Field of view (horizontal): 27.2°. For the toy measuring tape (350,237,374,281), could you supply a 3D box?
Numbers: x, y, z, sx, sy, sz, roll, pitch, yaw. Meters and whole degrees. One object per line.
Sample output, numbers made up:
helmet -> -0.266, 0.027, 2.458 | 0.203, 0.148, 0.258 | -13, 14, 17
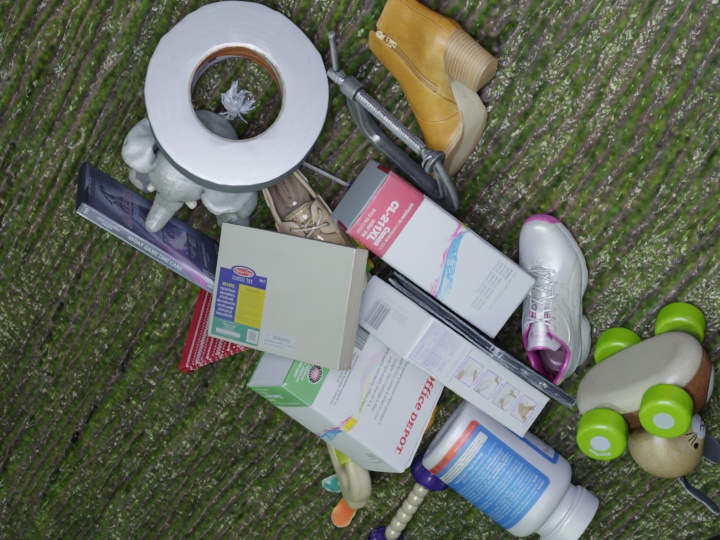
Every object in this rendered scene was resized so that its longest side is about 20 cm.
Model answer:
toy measuring tape -> 0.000, 0.000, 1.736 | 0.073, 0.074, 0.200 | -36, 96, 36

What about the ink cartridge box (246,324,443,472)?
ink cartridge box -> -0.011, 0.124, 1.732 | 0.200, 0.145, 0.084 | 39, 155, -28

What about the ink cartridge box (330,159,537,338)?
ink cartridge box -> 0.077, -0.025, 1.607 | 0.199, 0.146, 0.083 | 36, 92, -12

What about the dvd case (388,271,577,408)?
dvd case -> 0.131, 0.075, 1.621 | 0.148, 0.200, 0.016 | 33, 93, -40

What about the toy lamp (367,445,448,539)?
toy lamp -> 0.068, 0.293, 1.898 | 0.058, 0.058, 0.201 | 30, 126, 5

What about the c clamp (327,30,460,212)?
c clamp -> 0.033, -0.145, 1.584 | 0.200, 0.027, 0.171 | 45, 167, 16

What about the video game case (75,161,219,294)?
video game case -> -0.244, -0.048, 1.751 | 0.199, 0.143, 0.019 | 33, 104, -20

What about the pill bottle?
pill bottle -> 0.182, 0.247, 1.783 | 0.200, 0.112, 0.112 | 38, 128, 1

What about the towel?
towel -> -0.142, 0.040, 1.774 | 0.022, 0.146, 0.199 | 29, 148, -31

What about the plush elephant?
plush elephant -> -0.199, -0.110, 1.712 | 0.164, 0.155, 0.200 | 33, 128, 3

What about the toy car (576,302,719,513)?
toy car -> 0.348, 0.171, 1.638 | 0.157, 0.165, 0.200 | -26, 116, 34

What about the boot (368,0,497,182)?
boot -> 0.067, -0.199, 1.603 | 0.144, 0.071, 0.202 | 38, 142, 19

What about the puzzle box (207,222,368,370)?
puzzle box -> -0.083, 0.025, 1.640 | 0.199, 0.025, 0.134 | 13, 97, 38

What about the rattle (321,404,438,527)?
rattle -> 0.020, 0.239, 1.905 | 0.130, 0.142, 0.201 | 40, 153, 38

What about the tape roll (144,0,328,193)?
tape roll -> -0.135, -0.187, 1.619 | 0.199, 0.066, 0.202 | 0, 87, -6

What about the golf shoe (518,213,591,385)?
golf shoe -> 0.212, 0.037, 1.655 | 0.075, 0.092, 0.201 | -2, 117, 27

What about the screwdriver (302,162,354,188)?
screwdriver -> -0.025, -0.108, 1.719 | 0.199, 0.028, 0.029 | 32, 97, 8

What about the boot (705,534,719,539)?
boot -> 0.483, 0.382, 1.754 | 0.199, 0.073, 0.151 | -19, 110, 27

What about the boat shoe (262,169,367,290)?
boat shoe -> -0.062, -0.048, 1.677 | 0.071, 0.065, 0.200 | -36, 63, 0

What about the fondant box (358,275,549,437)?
fondant box -> 0.098, 0.096, 1.666 | 0.200, 0.144, 0.058 | 34, 91, -32
